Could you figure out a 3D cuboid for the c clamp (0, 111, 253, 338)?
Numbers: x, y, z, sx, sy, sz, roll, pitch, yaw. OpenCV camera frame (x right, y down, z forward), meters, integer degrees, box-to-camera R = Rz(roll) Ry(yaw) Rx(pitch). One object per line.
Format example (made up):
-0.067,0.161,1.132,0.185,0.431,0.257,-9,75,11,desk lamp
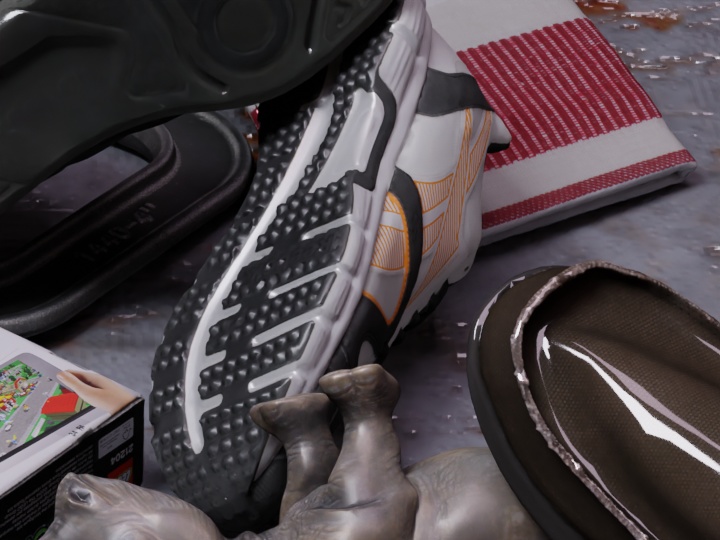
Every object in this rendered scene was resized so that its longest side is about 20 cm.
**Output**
-0.131,-0.037,0.968,0.171,0.027,0.200,22,35,18,c clamp

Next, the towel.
0.009,-0.089,1.001,0.144,0.023,0.200,-19,61,-31,towel

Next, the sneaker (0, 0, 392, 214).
-0.082,-0.078,0.895,0.199,0.076,0.114,-30,21,5,sneaker

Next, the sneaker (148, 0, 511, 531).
0.000,0.000,0.863,0.074,0.080,0.200,-15,42,41,sneaker

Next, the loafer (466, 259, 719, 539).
0.112,0.064,0.714,0.200,0.071,0.073,43,63,11,loafer

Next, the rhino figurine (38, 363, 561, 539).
0.000,0.072,0.758,0.200,0.060,0.087,-10,79,-18,rhino figurine

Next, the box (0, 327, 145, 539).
-0.163,0.072,0.781,0.110,0.035,0.200,23,38,28,box
